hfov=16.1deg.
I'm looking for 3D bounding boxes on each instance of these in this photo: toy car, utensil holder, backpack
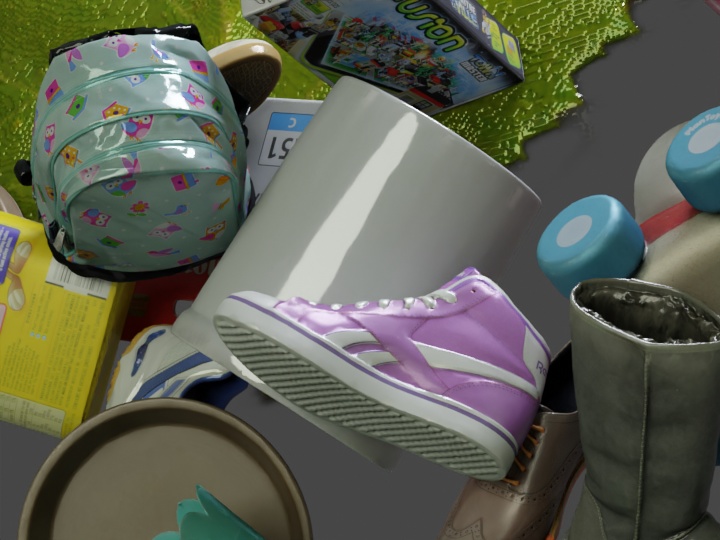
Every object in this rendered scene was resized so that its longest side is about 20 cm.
[{"bbox_3d":[0.204,-0.023,1.556,0.176,0.185,0.200,-35,28,12],"label":"toy car"},{"bbox_3d":[0.000,0.000,1.640,0.169,0.170,0.201,30,87,35],"label":"utensil holder"},{"bbox_3d":[-0.139,-0.074,1.655,0.166,0.200,0.127,-16,67,-8],"label":"backpack"}]

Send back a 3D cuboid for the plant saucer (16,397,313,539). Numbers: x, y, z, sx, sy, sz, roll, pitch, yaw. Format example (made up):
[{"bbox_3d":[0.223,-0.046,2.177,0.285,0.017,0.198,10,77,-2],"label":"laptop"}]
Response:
[{"bbox_3d":[-0.128,0.184,1.685,0.198,0.029,0.202,0,88,7],"label":"plant saucer"}]

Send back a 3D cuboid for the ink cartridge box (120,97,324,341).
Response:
[{"bbox_3d":[-0.101,-0.034,1.787,0.199,0.045,0.178,5,73,32],"label":"ink cartridge box"}]

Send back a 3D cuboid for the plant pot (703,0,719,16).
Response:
[{"bbox_3d":[0.274,-0.216,1.558,0.201,0.200,0.179,-56,40,1],"label":"plant pot"}]

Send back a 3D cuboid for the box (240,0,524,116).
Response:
[{"bbox_3d":[0.016,-0.159,1.669,0.109,0.200,0.035,-19,63,23],"label":"box"}]

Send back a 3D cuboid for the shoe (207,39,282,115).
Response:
[{"bbox_3d":[-0.145,-0.114,1.774,0.199,0.070,0.054,-29,59,18],"label":"shoe"}]

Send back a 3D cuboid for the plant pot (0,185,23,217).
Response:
[{"bbox_3d":[-0.349,0.004,1.890,0.200,0.093,0.202,-12,65,27],"label":"plant pot"}]

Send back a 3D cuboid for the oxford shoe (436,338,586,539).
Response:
[{"bbox_3d":[0.095,0.118,1.552,0.071,0.073,0.200,17,56,32],"label":"oxford shoe"}]

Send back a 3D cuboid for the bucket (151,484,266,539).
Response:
[{"bbox_3d":[-0.101,0.247,1.564,0.134,0.207,0.208,36,92,-4],"label":"bucket"}]

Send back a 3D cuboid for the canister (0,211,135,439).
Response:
[{"bbox_3d":[-0.267,0.027,1.777,0.198,0.087,0.150,17,95,2],"label":"canister"}]

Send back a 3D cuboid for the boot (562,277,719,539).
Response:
[{"bbox_3d":[0.195,0.112,1.461,0.181,0.073,0.201,16,121,16],"label":"boot"}]

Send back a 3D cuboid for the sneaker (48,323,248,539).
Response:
[{"bbox_3d":[-0.145,0.135,1.729,0.088,0.075,0.201,17,82,36],"label":"sneaker"}]

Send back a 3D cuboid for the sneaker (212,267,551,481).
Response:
[{"bbox_3d":[0.018,0.038,1.534,0.199,0.073,0.115,25,65,3],"label":"sneaker"}]
